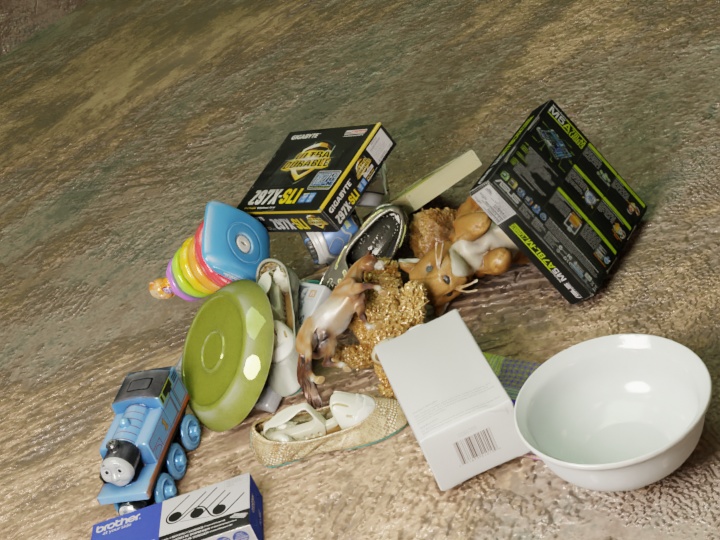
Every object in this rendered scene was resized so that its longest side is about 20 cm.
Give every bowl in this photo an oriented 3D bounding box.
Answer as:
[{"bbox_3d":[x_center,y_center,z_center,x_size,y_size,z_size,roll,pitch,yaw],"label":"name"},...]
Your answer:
[{"bbox_3d":[0.266,0.162,1.285,0.201,0.090,0.201,-16,31,10],"label":"bowl"}]

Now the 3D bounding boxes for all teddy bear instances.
[{"bbox_3d":[0.024,0.065,1.566,0.145,0.067,0.200,-15,51,16],"label":"teddy bear"}]

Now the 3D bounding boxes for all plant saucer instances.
[{"bbox_3d":[-0.179,0.106,1.604,0.200,0.031,0.200,-25,57,47],"label":"plant saucer"}]

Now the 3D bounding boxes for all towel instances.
[{"bbox_3d":[0.179,0.150,1.430,0.200,0.023,0.144,7,42,40],"label":"towel"}]

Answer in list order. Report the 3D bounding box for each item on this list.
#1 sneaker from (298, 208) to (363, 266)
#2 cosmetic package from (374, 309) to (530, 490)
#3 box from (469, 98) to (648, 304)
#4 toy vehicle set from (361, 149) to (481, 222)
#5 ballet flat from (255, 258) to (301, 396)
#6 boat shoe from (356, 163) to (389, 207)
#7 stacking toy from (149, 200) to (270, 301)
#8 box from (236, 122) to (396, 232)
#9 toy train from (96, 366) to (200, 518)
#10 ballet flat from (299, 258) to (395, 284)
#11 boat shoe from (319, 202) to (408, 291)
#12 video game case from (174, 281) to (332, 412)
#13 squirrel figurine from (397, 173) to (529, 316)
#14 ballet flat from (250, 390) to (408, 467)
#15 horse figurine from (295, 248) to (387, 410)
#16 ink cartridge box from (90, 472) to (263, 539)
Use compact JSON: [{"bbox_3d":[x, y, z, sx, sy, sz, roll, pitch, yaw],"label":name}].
[{"bbox_3d":[-0.028,-0.048,1.778,0.077,0.076,0.200,-28,2,8],"label":"sneaker"},{"bbox_3d":[0.099,0.140,1.401,0.113,0.081,0.200,-24,30,0],"label":"cosmetic package"},{"bbox_3d":[0.256,-0.089,1.588,0.048,0.200,0.193,-34,14,49],"label":"box"},{"bbox_3d":[0.085,-0.112,1.810,0.124,0.027,0.200,-35,4,-18],"label":"toy vehicle set"},{"bbox_3d":[-0.110,0.069,1.602,0.067,0.064,0.200,-24,48,20],"label":"ballet flat"},{"bbox_3d":[0.009,-0.137,1.784,0.075,0.086,0.202,2,8,12],"label":"boat shoe"},{"bbox_3d":[-0.227,-0.001,1.731,0.200,0.116,0.110,-26,49,36],"label":"stacking toy"},{"bbox_3d":[-0.065,-0.126,1.722,0.200,0.049,0.160,3,54,50],"label":"box"},{"bbox_3d":[-0.265,0.213,1.535,0.087,0.114,0.200,-11,32,20],"label":"toy train"},{"bbox_3d":[-0.042,0.019,1.741,0.200,0.068,0.072,-33,13,2],"label":"ballet flat"},{"bbox_3d":[-0.003,-0.002,1.669,0.202,0.072,0.060,-58,0,1],"label":"boat shoe"},{"bbox_3d":[-0.150,0.090,1.680,0.200,0.023,0.182,8,64,42],"label":"video game case"},{"bbox_3d":[0.139,-0.027,1.658,0.187,0.142,0.200,-43,15,-9],"label":"squirrel figurine"},{"bbox_3d":[-0.040,0.181,1.484,0.200,0.065,0.071,-19,32,7],"label":"ballet flat"},{"bbox_3d":[-0.028,0.069,1.527,0.200,0.050,0.133,-56,29,4],"label":"horse figurine"},{"bbox_3d":[-0.211,0.304,1.425,0.200,0.044,0.094,-20,29,6],"label":"ink cartridge box"}]
